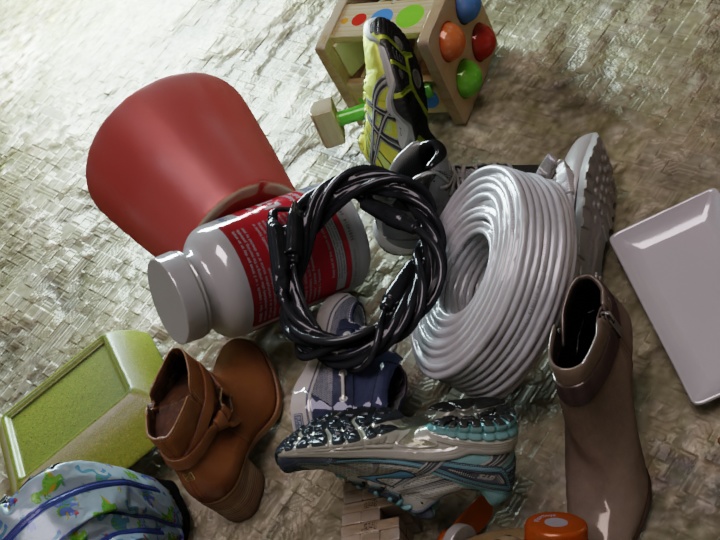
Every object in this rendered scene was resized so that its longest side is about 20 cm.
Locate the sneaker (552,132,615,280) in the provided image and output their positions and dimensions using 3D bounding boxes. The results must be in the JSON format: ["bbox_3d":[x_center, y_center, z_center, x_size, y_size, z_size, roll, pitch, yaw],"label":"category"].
[{"bbox_3d":[0.184,-0.043,1.085,0.080,0.076,0.202,-4,54,36],"label":"sneaker"}]

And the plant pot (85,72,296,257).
[{"bbox_3d":[-0.163,-0.082,1.241,0.200,0.201,0.177,-40,54,-6],"label":"plant pot"}]

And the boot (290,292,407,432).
[{"bbox_3d":[0.003,0.084,1.063,0.089,0.073,0.201,-9,31,16],"label":"boot"}]

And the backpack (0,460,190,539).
[{"bbox_3d":[-0.242,0.237,1.005,0.163,0.200,0.154,-36,54,-3],"label":"backpack"}]

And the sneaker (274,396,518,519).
[{"bbox_3d":[0.028,0.158,0.932,0.198,0.087,0.078,-5,11,13],"label":"sneaker"}]

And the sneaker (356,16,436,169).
[{"bbox_3d":[0.027,-0.152,1.183,0.076,0.202,0.075,-7,15,26],"label":"sneaker"}]

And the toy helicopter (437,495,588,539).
[{"bbox_3d":[0.069,0.223,0.890,0.198,0.080,0.132,-6,11,-18],"label":"toy helicopter"}]

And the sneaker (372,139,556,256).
[{"bbox_3d":[0.103,-0.082,1.113,0.198,0.116,0.076,-16,51,0],"label":"sneaker"}]

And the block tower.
[{"bbox_3d":[0.018,0.220,0.976,0.057,0.054,0.202,-15,48,19],"label":"block tower"}]

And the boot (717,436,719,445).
[{"bbox_3d":[0.345,0.110,0.880,0.154,0.077,0.202,-19,55,19],"label":"boot"}]

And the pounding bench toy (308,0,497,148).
[{"bbox_3d":[0.048,-0.216,1.265,0.155,0.125,0.201,4,56,31],"label":"pounding bench toy"}]

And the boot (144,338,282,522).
[{"bbox_3d":[-0.136,0.112,1.078,0.073,0.155,0.201,-18,47,15],"label":"boot"}]

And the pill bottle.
[{"bbox_3d":[-0.098,-0.004,1.133,0.199,0.113,0.112,-22,39,-28],"label":"pill bottle"}]

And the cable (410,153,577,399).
[{"bbox_3d":[0.112,0.009,1.017,0.200,0.069,0.201,-53,25,37],"label":"cable"}]

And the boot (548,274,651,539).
[{"bbox_3d":[0.178,0.110,0.910,0.069,0.147,0.202,-7,52,22],"label":"boot"}]

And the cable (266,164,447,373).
[{"bbox_3d":[0.000,0.000,1.040,0.161,0.051,0.202,-14,55,3],"label":"cable"}]

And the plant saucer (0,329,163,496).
[{"bbox_3d":[-0.282,0.148,1.173,0.200,0.048,0.200,-40,31,-5],"label":"plant saucer"}]

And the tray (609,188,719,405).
[{"bbox_3d":[0.296,0.022,1.004,0.106,0.022,0.201,-24,46,9],"label":"tray"}]
